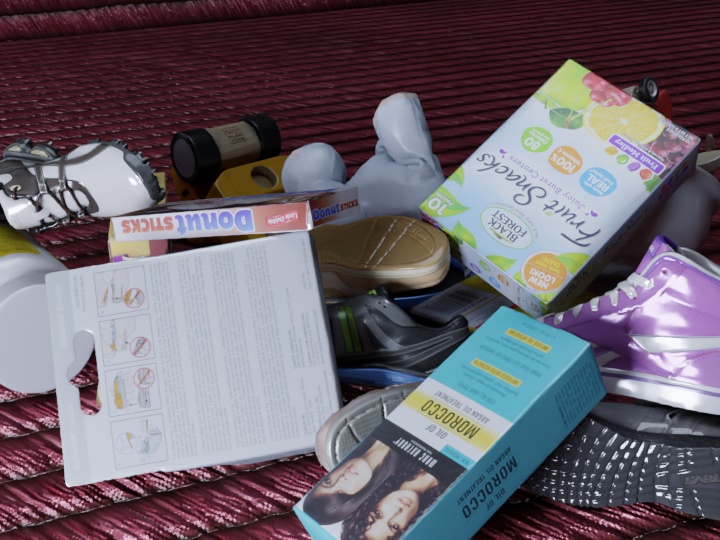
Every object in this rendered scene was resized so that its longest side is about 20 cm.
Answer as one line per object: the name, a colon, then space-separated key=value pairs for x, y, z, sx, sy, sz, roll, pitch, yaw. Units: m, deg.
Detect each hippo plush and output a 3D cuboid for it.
hippo plush: x=0.009 y=-0.059 z=1.024 sx=0.160 sy=0.159 sz=0.201 roll=-18 pitch=64 yaw=6

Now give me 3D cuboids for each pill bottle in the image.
pill bottle: x=-0.313 y=0.027 z=0.924 sx=0.114 sy=0.115 sz=0.200 roll=-15 pitch=25 yaw=-29

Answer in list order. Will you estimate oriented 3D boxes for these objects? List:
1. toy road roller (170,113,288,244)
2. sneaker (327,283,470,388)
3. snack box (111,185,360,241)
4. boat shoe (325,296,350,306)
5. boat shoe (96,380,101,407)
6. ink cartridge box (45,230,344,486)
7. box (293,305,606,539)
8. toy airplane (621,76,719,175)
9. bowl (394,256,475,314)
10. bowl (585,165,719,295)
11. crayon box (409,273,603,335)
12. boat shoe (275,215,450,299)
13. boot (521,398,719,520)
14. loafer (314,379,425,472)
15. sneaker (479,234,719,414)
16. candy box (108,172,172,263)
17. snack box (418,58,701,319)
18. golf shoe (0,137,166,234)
toy road roller: x=-0.134 y=-0.069 z=1.177 sx=0.123 sy=0.146 sz=0.200 roll=-21 pitch=66 yaw=-39
sneaker: x=-0.006 y=0.049 z=0.840 sx=0.199 sy=0.083 sz=0.071 roll=9 pitch=-5 yaw=-3
snack box: x=-0.102 y=-0.044 z=0.837 sx=0.199 sy=0.024 sz=0.072 roll=-2 pitch=11 yaw=32
boat shoe: x=-0.058 y=0.054 z=0.898 sx=0.199 sy=0.071 sz=0.063 roll=-1 pitch=13 yaw=-1
boat shoe: x=-0.118 y=0.088 z=0.818 sx=0.199 sy=0.065 sz=0.073 roll=4 pitch=21 yaw=13
ink cartridge box: x=-0.119 y=0.065 z=0.771 sx=0.199 sy=0.163 sz=0.057 roll=-11 pitch=-16 yaw=0
box: x=0.059 y=0.113 z=0.662 sx=0.200 sy=0.049 sz=0.082 roll=-42 pitch=38 yaw=-21
toy airplane: x=0.309 y=-0.108 z=1.207 sx=0.199 sy=0.141 sz=0.200 roll=-38 pitch=29 yaw=13
bowl: x=0.030 y=0.006 z=1.043 sx=0.200 sy=0.040 sz=0.201 roll=-1 pitch=22 yaw=1
bowl: x=0.241 y=-0.033 z=0.998 sx=0.200 sy=0.091 sz=0.201 roll=6 pitch=-19 yaw=2
crayon box: x=0.156 y=0.058 z=0.887 sx=0.200 sy=0.051 sz=0.127 roll=17 pitch=29 yaw=39
boat shoe: x=0.000 y=0.000 z=0.913 sx=0.199 sy=0.069 sz=0.074 roll=2 pitch=41 yaw=40
boot: x=0.194 y=0.116 z=0.746 sx=0.199 sy=0.070 sz=0.132 roll=13 pitch=19 yaw=17
loafer: x=0.047 y=0.112 z=0.762 sx=0.199 sy=0.072 sz=0.063 roll=-9 pitch=6 yaw=-33
sneaker: x=0.180 y=0.028 z=0.740 sx=0.200 sy=0.115 sz=0.073 roll=7 pitch=11 yaw=24
candy box: x=-0.207 y=-0.012 z=1.005 sx=0.056 sy=0.117 sz=0.200 roll=-6 pitch=22 yaw=-10
snack box: x=0.169 y=-0.070 z=0.882 sx=0.142 sy=0.053 sz=0.200 roll=39 pitch=74 yaw=26
golf shoe: x=-0.260 y=-0.064 z=0.923 sx=0.199 sy=0.078 sz=0.095 roll=3 pitch=42 yaw=35
